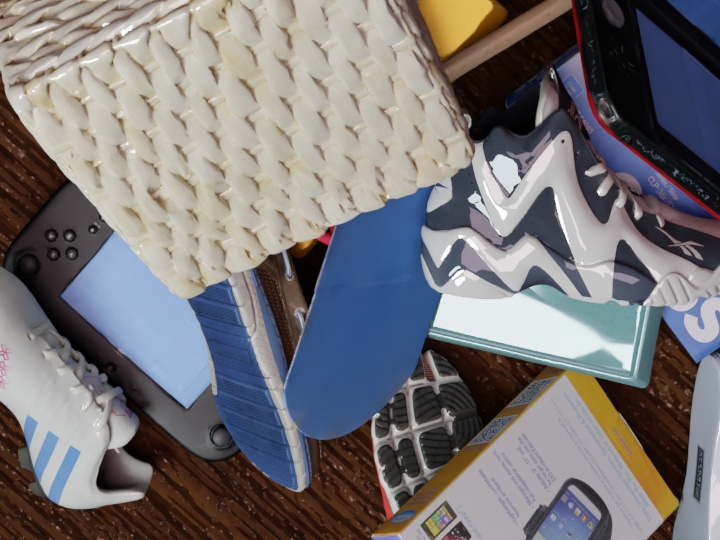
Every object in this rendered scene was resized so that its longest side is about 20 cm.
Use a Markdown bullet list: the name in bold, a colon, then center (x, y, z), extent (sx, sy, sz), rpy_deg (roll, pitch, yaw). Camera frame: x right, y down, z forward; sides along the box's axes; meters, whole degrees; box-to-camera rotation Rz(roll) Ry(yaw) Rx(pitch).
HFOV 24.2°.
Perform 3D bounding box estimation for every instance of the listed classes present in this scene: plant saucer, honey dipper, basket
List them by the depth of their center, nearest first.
- **basket**: center (-0.069, -0.121, 0.859), extent (0.197, 0.162, 0.200), rpy_deg (-25, 142, 7)
- **honey dipper**: center (0.073, -0.129, 0.952), extent (0.199, 0.038, 0.038), rpy_deg (-33, 99, -1)
- **plant saucer**: center (0.087, 0.020, 1.046), extent (0.198, 0.019, 0.071), rpy_deg (13, 104, 17)

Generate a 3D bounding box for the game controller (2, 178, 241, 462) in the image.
- **game controller**: center (-0.131, 0.029, 1.078), extent (0.200, 0.042, 0.104), rpy_deg (42, 103, -6)

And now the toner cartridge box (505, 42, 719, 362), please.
- **toner cartridge box**: center (0.184, -0.052, 1.032), extent (0.095, 0.043, 0.200), rpy_deg (-37, 98, 11)

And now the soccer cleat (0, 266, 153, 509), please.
- **soccer cleat**: center (-0.186, 0.072, 1.052), extent (0.086, 0.070, 0.201), rpy_deg (-1, 133, 19)

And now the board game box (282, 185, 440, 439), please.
- **board game box**: center (0.000, 0.000, 0.984), extent (0.039, 0.158, 0.201), rpy_deg (25, 106, 27)

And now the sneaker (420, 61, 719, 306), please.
- **sneaker**: center (0.135, -0.053, 0.966), extent (0.197, 0.080, 0.131), rpy_deg (2, 108, 1)

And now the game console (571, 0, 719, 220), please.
- **game console**: center (0.218, -0.128, 0.932), extent (0.118, 0.173, 0.199), rpy_deg (-31, 136, 32)

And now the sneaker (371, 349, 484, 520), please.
- **sneaker**: center (0.038, 0.153, 1.078), extent (0.076, 0.085, 0.202), rpy_deg (-6, 84, -21)

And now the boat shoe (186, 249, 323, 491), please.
- **boat shoe**: center (-0.050, 0.045, 1.026), extent (0.072, 0.072, 0.201), rpy_deg (19, 135, 40)

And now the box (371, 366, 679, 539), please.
- **box**: center (0.097, 0.160, 1.034), extent (0.200, 0.041, 0.119), rpy_deg (-39, 100, -26)

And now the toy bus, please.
- **toy bus**: center (0.003, -0.098, 1.016), extent (0.065, 0.078, 0.200), rpy_deg (39, 100, -5)

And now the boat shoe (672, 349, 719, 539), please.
- **boat shoe**: center (0.242, 0.146, 1.067), extent (0.066, 0.070, 0.202), rpy_deg (0, 103, -8)
